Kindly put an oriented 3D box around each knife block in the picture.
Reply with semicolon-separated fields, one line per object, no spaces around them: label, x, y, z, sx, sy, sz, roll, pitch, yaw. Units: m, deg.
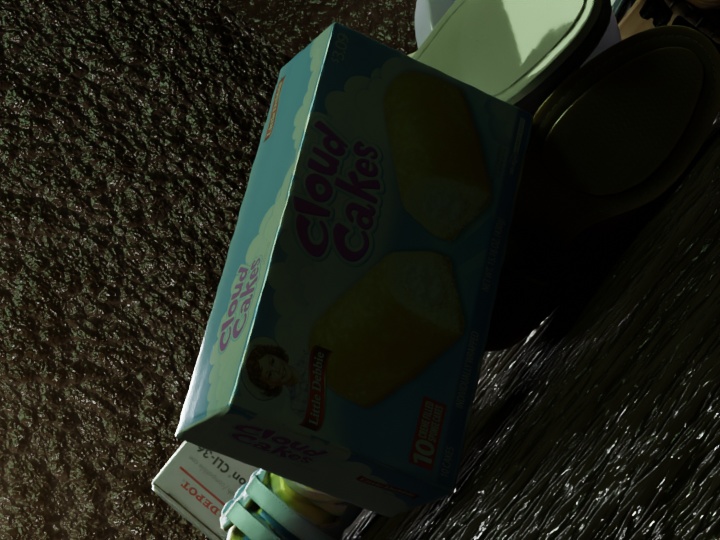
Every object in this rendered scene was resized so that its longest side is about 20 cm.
knife block;0.230;-0.191;1.156;0.200;0.064;0.176;-51;1;-31

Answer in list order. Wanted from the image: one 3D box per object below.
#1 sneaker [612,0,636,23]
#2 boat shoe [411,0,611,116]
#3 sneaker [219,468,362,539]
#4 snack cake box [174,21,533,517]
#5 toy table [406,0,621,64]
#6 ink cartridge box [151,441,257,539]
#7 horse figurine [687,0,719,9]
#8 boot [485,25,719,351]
sneaker;0.180;-0.144;1.351;0.199;0.079;0.130;-38;-17;-42
boat shoe;0.068;-0.095;1.015;0.200;0.063;0.073;-37;53;42
sneaker;-0.021;0.116;1.097;0.131;0.079;0.200;-49;-10;-16
snack cake box;0.000;0.000;0.915;0.067;0.115;0.201;-32;40;58
toy table;0.077;-0.105;1.171;0.117;0.183;0.200;-61;0;38
ink cartridge box;-0.099;0.177;1.557;0.068;0.116;0.200;-51;1;-1
horse figurine;0.231;-0.190;0.966;0.200;0.050;0.133;-43;20;14
boot;0.112;-0.046;1.026;0.200;0.074;0.155;-49;-3;10
